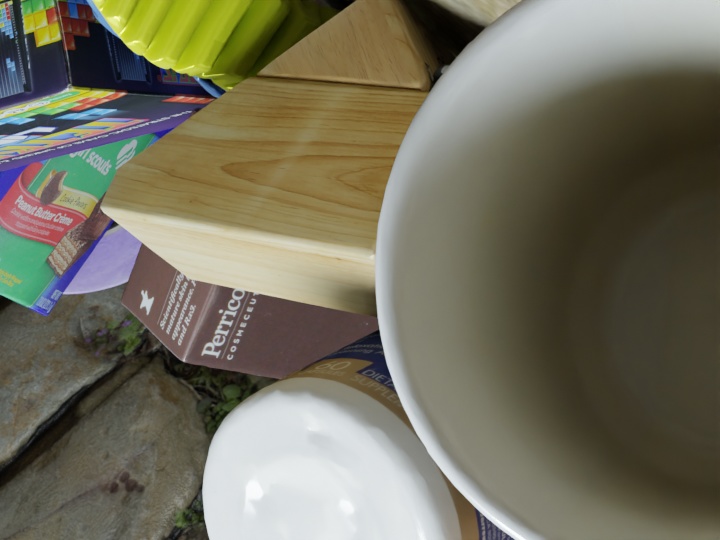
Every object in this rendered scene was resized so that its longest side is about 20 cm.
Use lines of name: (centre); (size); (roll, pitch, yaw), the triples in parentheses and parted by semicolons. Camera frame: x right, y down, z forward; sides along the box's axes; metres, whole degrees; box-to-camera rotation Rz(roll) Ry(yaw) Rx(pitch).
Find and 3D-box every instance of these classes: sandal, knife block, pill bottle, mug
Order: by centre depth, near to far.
mug: (0.108, 0.019, 0.503); (0.187, 0.149, 0.153); (42, -175, 16)
knife block: (0.008, -0.013, 0.719); (0.064, 0.200, 0.176); (42, -158, -43)
pill bottle: (0.040, 0.069, 0.762); (0.111, 0.111, 0.200); (34, -148, 23)
sandal: (-0.070, -0.118, 0.813); (0.087, 0.080, 0.200); (37, 176, 42)

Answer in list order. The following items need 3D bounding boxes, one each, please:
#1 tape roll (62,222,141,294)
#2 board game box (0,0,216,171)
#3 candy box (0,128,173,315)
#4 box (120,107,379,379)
tape roll: (-0.191, -0.085, 1.238); (0.200, 0.200, 0.085); (37, 175, -10)
board game box: (-0.172, -0.083, 0.900); (0.200, 0.057, 0.165); (-12, 176, 27)
candy box: (-0.175, -0.086, 1.104); (0.077, 0.200, 0.169); (33, 177, 15)
box: (0.000, 0.000, 0.906); (0.200, 0.100, 0.075); (12, -164, -36)
